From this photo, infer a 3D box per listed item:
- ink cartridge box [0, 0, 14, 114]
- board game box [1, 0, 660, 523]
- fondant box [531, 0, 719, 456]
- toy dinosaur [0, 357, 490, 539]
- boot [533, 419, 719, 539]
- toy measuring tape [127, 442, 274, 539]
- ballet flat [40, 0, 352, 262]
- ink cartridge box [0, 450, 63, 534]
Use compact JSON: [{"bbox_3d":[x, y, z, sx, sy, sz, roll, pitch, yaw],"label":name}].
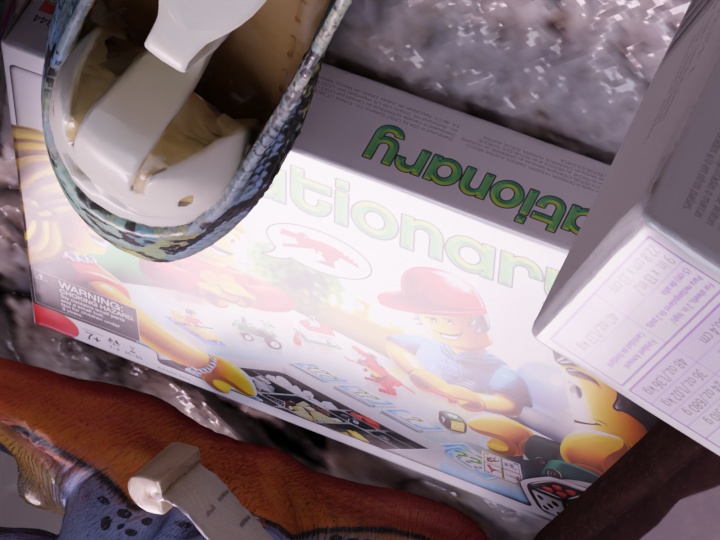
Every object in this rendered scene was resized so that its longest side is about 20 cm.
[{"bbox_3d":[-0.177,-0.052,0.753,0.145,0.147,0.200,19,147,0],"label":"ink cartridge box"},{"bbox_3d":[0.000,0.000,0.802,0.199,0.035,0.127,20,145,14],"label":"board game box"},{"bbox_3d":[0.152,0.002,0.592,0.199,0.145,0.058,31,146,-3],"label":"fondant box"},{"bbox_3d":[-0.049,0.078,0.887,0.180,0.105,0.201,-7,132,5],"label":"toy dinosaur"},{"bbox_3d":[0.076,0.071,0.737,0.165,0.073,0.200,-23,140,2],"label":"boot"},{"bbox_3d":[-0.002,0.140,0.856,0.200,0.074,0.074,44,148,8],"label":"toy measuring tape"},{"bbox_3d":[-0.040,-0.059,0.691,0.074,0.074,0.200,29,134,0],"label":"ballet flat"},{"bbox_3d":[-0.186,0.110,1.012,0.067,0.117,0.199,44,143,-22],"label":"ink cartridge box"}]
